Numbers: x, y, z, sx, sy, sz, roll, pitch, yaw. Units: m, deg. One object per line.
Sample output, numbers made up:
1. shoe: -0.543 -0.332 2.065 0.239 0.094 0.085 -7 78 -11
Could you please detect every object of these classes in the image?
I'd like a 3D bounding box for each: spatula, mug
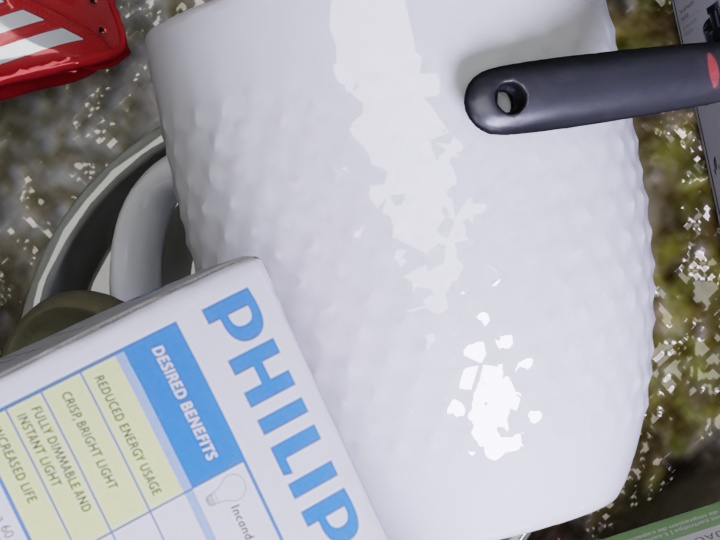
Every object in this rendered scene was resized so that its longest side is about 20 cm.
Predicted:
1. spatula: 0.119 -0.061 0.672 0.199 0.021 0.057 -8 87 -26
2. mug: 0.000 0.000 0.726 0.199 0.147 0.176 -13 90 32

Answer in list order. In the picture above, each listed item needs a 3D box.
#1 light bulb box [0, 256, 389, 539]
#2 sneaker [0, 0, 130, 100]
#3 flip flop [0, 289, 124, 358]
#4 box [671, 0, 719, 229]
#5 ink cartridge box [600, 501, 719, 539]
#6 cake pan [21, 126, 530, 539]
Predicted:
1. light bulb box: -0.090 0.130 0.610 0.199 0.125 0.199 -27 93 -29
2. sneaker: -0.107 -0.136 0.798 0.116 0.078 0.200 45 75 -11
3. flip flop: -0.109 0.105 0.712 0.081 0.058 0.201 16 92 10
4. box: 0.159 -0.042 0.756 0.060 0.117 0.201 -12 86 -7
5. ink cartridge box: 0.136 0.143 0.707 0.145 0.200 0.048 -16 114 -7
6. cake pan: -0.022 0.037 0.804 0.199 0.037 0.201 0 88 3
